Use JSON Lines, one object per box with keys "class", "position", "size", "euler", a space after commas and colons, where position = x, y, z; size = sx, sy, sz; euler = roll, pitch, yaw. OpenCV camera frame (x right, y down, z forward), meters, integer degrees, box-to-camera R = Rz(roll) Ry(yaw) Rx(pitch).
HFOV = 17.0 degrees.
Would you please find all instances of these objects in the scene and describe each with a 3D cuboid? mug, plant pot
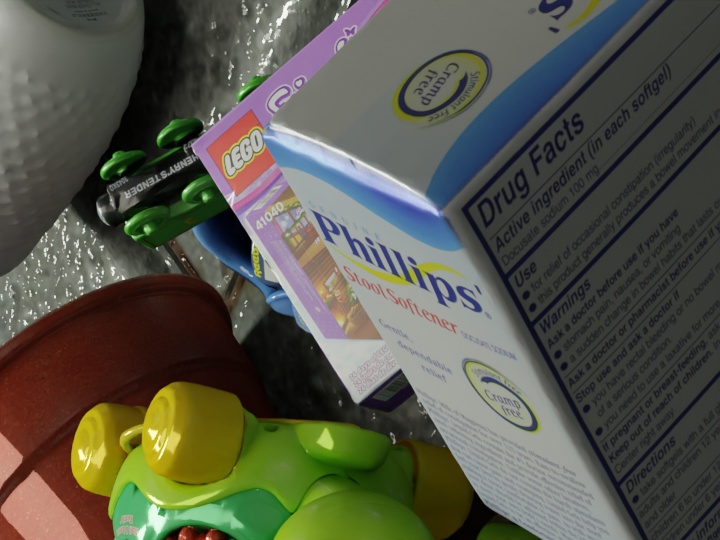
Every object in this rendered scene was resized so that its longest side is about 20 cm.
{"class": "mug", "position": [-0.215, -0.103, 1.259], "size": [0.175, 0.199, 0.148], "euler": [-46, 55, 38]}
{"class": "plant pot", "position": [-0.088, 0.141, 1.154], "size": [0.195, 0.200, 0.202], "euler": [48, 131, 26]}

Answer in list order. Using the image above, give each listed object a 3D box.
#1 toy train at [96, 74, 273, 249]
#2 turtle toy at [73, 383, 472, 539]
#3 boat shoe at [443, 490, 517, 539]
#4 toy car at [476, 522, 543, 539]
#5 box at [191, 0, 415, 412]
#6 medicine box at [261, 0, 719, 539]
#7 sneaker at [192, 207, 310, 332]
{"class": "toy train", "position": [-0.025, -0.068, 1.061], "size": [0.199, 0.056, 0.042], "euler": [-28, 73, 9]}
{"class": "turtle toy", "position": [-0.031, 0.110, 0.971], "size": [0.200, 0.145, 0.102], "euler": [-17, 61, 61]}
{"class": "boat shoe", "position": [0.073, 0.134, 1.027], "size": [0.075, 0.075, 0.202], "euler": [56, 156, -9]}
{"class": "toy car", "position": [0.103, 0.189, 0.847], "size": [0.163, 0.200, 0.159], "euler": [7, 105, 11]}
{"class": "box", "position": [0.044, -0.058, 0.974], "size": [0.200, 0.039, 0.137], "euler": [-39, 69, 14]}
{"class": "medicine box", "position": [0.095, -0.025, 0.820], "size": [0.103, 0.182, 0.201], "euler": [24, 153, 49]}
{"class": "sneaker", "position": [0.000, 0.000, 1.092], "size": [0.199, 0.082, 0.075], "euler": [24, 112, 47]}
